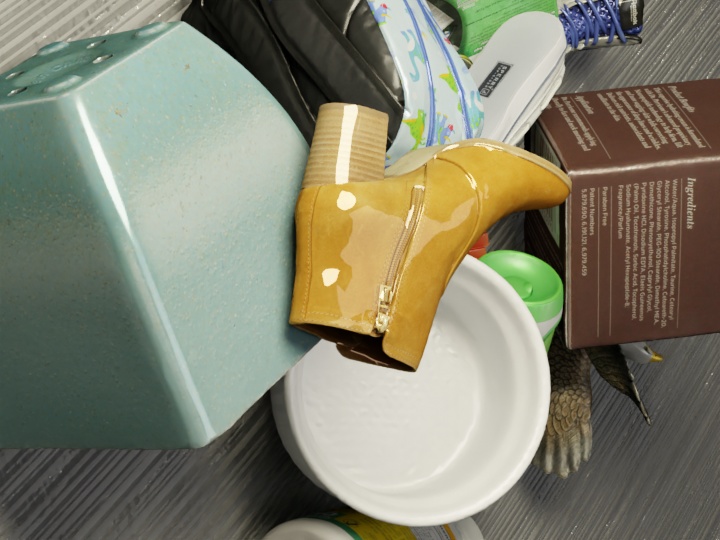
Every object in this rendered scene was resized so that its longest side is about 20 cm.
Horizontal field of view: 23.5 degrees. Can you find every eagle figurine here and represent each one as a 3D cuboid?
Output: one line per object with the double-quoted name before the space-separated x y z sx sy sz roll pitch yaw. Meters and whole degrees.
"eagle figurine" 0.207 0.066 1.572 0.152 0.150 0.200 74 29 -43

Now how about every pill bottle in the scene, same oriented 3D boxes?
"pill bottle" 0.013 0.231 1.320 0.200 0.113 0.113 -3 94 -56

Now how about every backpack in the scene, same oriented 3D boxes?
"backpack" -0.010 -0.131 1.145 0.154 0.163 0.200 22 33 -43

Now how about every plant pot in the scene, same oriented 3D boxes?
"plant pot" -0.143 -0.030 1.014 0.196 0.196 0.200 -43 121 -47

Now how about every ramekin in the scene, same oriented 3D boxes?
"ramekin" 0.029 0.085 1.267 0.200 0.098 0.201 2 84 -18

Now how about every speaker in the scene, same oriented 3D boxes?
"speaker" 0.107 0.085 1.419 0.088 0.088 0.200 -39 150 -49

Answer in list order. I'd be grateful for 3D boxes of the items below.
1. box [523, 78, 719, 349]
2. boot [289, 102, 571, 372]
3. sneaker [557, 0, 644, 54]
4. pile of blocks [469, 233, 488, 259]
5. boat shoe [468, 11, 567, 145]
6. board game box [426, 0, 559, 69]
"box" 0.248 -0.051 1.440 0.166 0.199 0.165 -104 -170 -62
"boot" 0.042 -0.010 1.038 0.201 0.071 0.145 12 79 -36
"sneaker" 0.192 -0.231 1.571 0.199 0.115 0.081 -39 121 -49
"pile of blocks" 0.064 0.024 1.435 0.200 0.062 0.082 -46 128 -45
"boat shoe" 0.093 -0.107 1.299 0.200 0.073 0.065 -45 143 -18
"board game box" 0.062 -0.174 1.318 0.200 0.023 0.105 -25 127 -16
